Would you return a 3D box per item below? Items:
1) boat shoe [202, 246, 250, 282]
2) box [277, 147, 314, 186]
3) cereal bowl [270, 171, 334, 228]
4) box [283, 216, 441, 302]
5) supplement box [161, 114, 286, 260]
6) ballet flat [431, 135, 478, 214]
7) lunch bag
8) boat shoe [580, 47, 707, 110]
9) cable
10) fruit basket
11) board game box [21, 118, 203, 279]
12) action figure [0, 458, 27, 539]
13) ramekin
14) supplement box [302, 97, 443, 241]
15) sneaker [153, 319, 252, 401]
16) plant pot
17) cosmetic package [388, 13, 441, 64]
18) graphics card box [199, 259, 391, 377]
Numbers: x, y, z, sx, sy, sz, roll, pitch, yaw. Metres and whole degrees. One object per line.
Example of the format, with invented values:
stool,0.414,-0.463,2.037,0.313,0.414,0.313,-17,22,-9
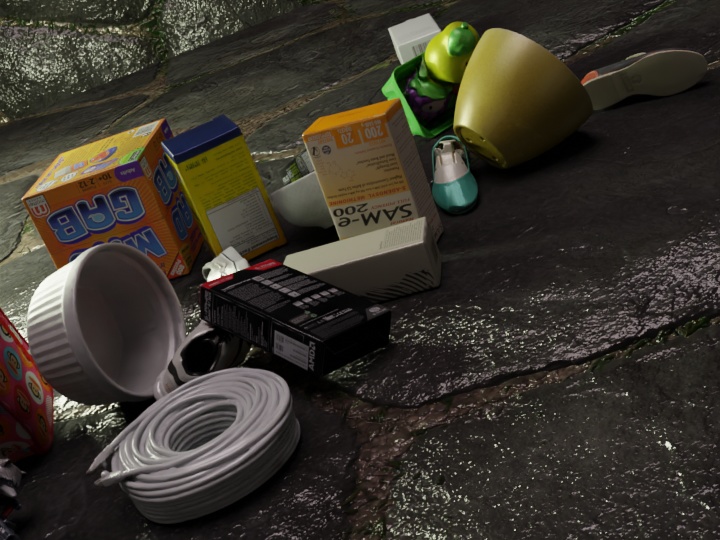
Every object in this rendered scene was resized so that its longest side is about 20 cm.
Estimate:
boat shoe,-0.181,0.016,1.501,0.066,0.072,0.200,-30,24,-9
box,-0.036,-0.193,1.758,0.160,0.044,0.200,-27,3,-19
cereal bowl,-0.030,-0.118,1.608,0.200,0.083,0.200,-25,3,1
box,0.000,0.000,1.385,0.200,0.069,0.082,-15,24,15
supplement box,-0.208,-0.118,1.643,0.109,0.200,0.110,-25,24,-11
ballet flat,0.131,-0.150,1.590,0.067,0.071,0.200,-17,24,9
lunch bag,-0.449,0.123,1.312,0.082,0.200,0.176,-21,41,4
boat shoe,0.434,-0.301,1.667,0.200,0.071,0.063,-14,22,26
cable,-0.161,0.181,1.137,0.200,0.069,0.200,-5,28,30
fruit basket,0.156,-0.337,1.855,0.215,0.156,0.216,-28,11,6
board game box,-0.385,-0.096,1.743,0.199,0.200,0.200,-16,24,11
action figure,-0.425,0.274,1.123,0.200,0.105,0.194,6,45,49
ramekin,-0.322,0.075,1.348,0.105,0.200,0.200,-20,22,27
supplement box,0.019,-0.116,1.451,0.126,0.200,0.074,-11,22,24
sneaker,-0.172,0.088,1.309,0.080,0.074,0.200,-52,4,45
plant pot,0.218,-0.235,1.589,0.142,0.200,0.200,-51,30,-7
cosmetic package,0.124,-0.484,2.303,0.101,0.074,0.200,-19,22,5
graphics card box,-0.077,0.051,1.264,0.200,0.051,0.125,20,27,35
